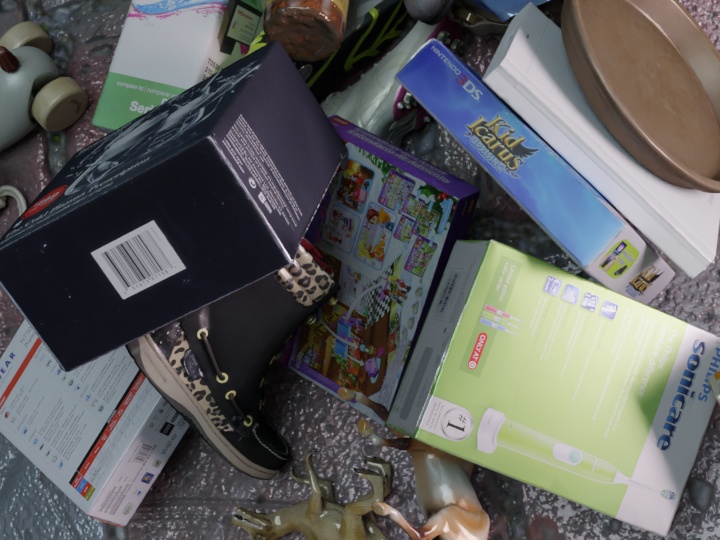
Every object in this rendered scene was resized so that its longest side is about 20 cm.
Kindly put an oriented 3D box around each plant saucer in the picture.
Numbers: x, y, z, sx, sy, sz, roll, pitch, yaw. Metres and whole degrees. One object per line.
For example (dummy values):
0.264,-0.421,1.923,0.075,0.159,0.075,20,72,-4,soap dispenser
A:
0.212,-0.138,1.132,0.029,0.200,0.201,-36,66,36,plant saucer

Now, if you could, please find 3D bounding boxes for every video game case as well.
0.131,-0.067,1.143,0.045,0.181,0.200,-45,68,7,video game case

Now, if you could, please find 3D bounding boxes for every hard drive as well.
0.176,-0.096,1.117,0.200,0.132,0.026,42,120,-8,hard drive

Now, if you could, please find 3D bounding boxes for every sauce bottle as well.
-0.032,-0.254,1.231,0.066,0.066,0.201,-5,52,19,sauce bottle

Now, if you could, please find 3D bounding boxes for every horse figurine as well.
0.051,0.160,1.139,0.050,0.132,0.201,-39,45,38,horse figurine

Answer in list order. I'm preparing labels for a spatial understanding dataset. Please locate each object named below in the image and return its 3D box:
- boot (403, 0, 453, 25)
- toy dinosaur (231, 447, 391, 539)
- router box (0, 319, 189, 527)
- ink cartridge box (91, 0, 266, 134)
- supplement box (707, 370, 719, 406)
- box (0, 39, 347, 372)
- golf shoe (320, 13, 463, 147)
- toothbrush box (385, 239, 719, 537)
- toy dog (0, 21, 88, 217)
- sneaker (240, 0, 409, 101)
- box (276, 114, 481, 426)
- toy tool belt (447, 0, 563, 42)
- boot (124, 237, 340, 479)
-0.004,-0.276,1.189,0.070,0.131,0.201,-47,48,45,boot
-0.002,0.198,1.214,0.199,0.058,0.102,17,100,30,toy dinosaur
-0.204,0.075,1.286,0.179,0.049,0.200,34,92,38,router box
-0.122,-0.184,1.282,0.084,0.145,0.201,15,84,22,ink cartridge box
0.336,0.130,1.046,0.126,0.074,0.200,-32,91,12,supplement box
-0.132,-0.048,1.112,0.199,0.182,0.104,-25,109,23,box
0.008,-0.131,1.264,0.091,0.075,0.201,30,89,27,golf shoe
0.140,0.081,1.108,0.199,0.086,0.146,22,86,-12,toothbrush box
-0.332,-0.130,1.375,0.132,0.096,0.201,27,89,24,toy dog
-0.049,-0.183,1.263,0.076,0.076,0.200,42,58,19,sneaker
0.000,0.000,1.208,0.137,0.039,0.201,29,118,23,box
0.123,-0.228,1.203,0.124,0.123,0.201,-23,70,-1,toy tool belt
-0.070,0.062,1.190,0.154,0.204,0.074,-38,42,2,boot
